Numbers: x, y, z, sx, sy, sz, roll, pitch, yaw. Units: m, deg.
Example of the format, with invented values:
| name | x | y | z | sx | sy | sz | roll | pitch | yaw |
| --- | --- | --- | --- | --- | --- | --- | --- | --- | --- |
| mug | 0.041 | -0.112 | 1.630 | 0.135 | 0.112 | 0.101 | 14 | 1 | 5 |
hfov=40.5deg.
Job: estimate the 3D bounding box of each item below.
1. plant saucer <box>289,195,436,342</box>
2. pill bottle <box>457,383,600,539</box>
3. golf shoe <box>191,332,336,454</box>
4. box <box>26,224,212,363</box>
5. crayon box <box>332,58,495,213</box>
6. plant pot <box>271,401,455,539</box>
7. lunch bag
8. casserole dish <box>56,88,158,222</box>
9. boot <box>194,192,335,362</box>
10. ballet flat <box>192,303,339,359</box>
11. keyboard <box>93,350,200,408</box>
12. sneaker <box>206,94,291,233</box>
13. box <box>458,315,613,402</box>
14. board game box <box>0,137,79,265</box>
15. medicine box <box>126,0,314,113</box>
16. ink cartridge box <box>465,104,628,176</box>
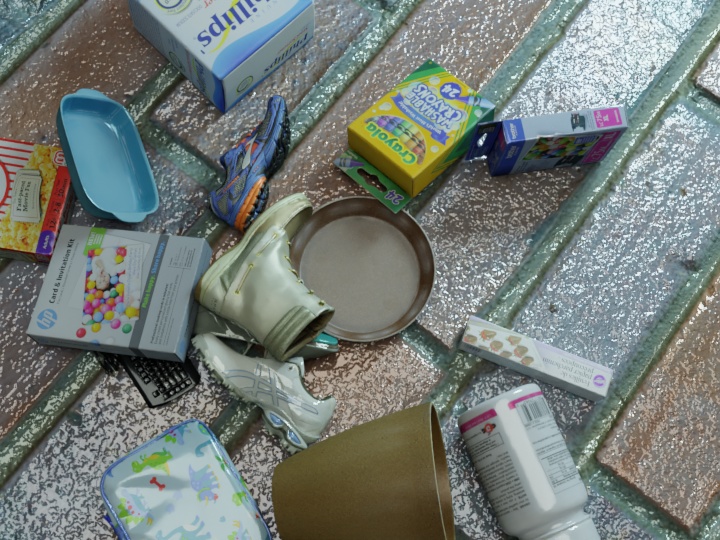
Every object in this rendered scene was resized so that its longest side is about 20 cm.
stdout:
| name | x | y | z | sx | sy | sz | roll | pitch | yaw |
| --- | --- | --- | --- | --- | --- | --- | --- | --- | --- |
| plant saucer | 0.000 | 0.000 | 1.297 | 0.198 | 0.035 | 0.202 | 1 | 73 | -3 |
| pill bottle | 0.205 | 0.251 | 1.186 | 0.112 | 0.113 | 0.201 | -20 | 74 | -10 |
| golf shoe | -0.118 | 0.133 | 1.218 | 0.200 | 0.078 | 0.097 | 43 | 84 | -2 |
| box | -0.301 | 0.026 | 1.231 | 0.198 | 0.041 | 0.157 | 6 | 66 | 13 |
| crayon box | 0.072 | -0.186 | 1.332 | 0.126 | 0.052 | 0.200 | 40 | 70 | 22 |
| plant pot | 0.002 | 0.262 | 1.148 | 0.198 | 0.187 | 0.188 | -9 | 72 | 7 |
| lunch bag | -0.208 | 0.293 | 1.162 | 0.160 | 0.083 | 0.201 | -31 | 76 | -14 |
| casserole dish | -0.339 | -0.145 | 1.292 | 0.121 | 0.039 | 0.202 | -1 | 64 | -50 |
| boot | -0.089 | 0.007 | 1.224 | 0.154 | 0.072 | 0.200 | 34 | 64 | 18 |
| ballet flat | -0.127 | 0.088 | 1.254 | 0.198 | 0.067 | 0.064 | 19 | 99 | 3 |
| keyboard | -0.297 | 0.085 | 1.247 | 0.104 | 0.040 | 0.201 | -33 | 76 | -14 |
| sneaker | -0.149 | -0.153 | 1.317 | 0.078 | 0.075 | 0.202 | 18 | 70 | 6 |
| box | 0.226 | 0.115 | 1.270 | 0.198 | 0.041 | 0.039 | 21 | 72 | 4 |
| board game box | -0.482 | -0.097 | 1.290 | 0.198 | 0.046 | 0.153 | 8 | 71 | -1 |
| medicine box | -0.193 | -0.360 | 1.365 | 0.200 | 0.103 | 0.182 | 43 | 75 | 11 |
| ink cartridge box | 0.248 | -0.172 | 1.323 | 0.198 | 0.119 | 0.042 | -6 | 74 | -5 |
